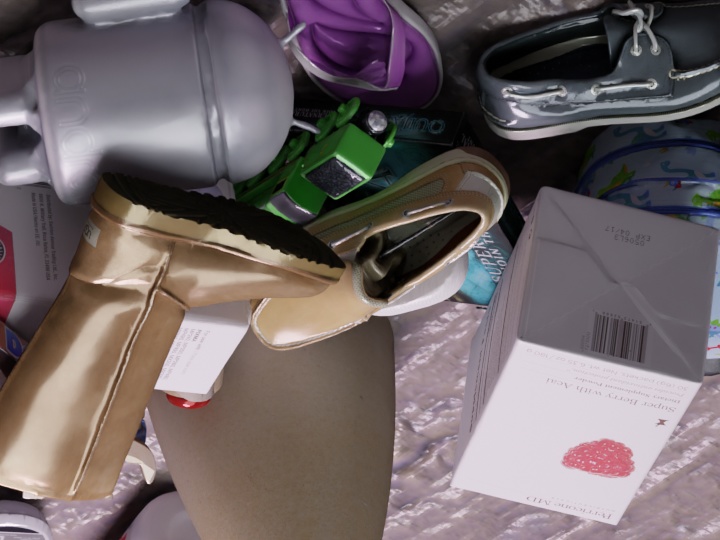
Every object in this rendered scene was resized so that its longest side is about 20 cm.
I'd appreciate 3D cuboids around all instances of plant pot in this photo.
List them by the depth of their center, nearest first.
[{"bbox_3d":[-0.052,0.140,1.873,0.187,0.200,0.187,-7,142,-6],"label":"plant pot"}]

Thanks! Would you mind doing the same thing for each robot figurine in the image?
[{"bbox_3d":[-0.127,-0.102,1.619,0.200,0.113,0.170,-9,124,-2],"label":"robot figurine"}]

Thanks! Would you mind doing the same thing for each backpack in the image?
[{"bbox_3d":[0.211,-0.016,1.808,0.163,0.154,0.200,7,128,6],"label":"backpack"}]

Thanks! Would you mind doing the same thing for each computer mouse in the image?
[{"bbox_3d":[-0.275,0.222,2.048,0.109,0.044,0.200,5,145,-13],"label":"computer mouse"}]

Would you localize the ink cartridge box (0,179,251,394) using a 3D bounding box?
[{"bbox_3d":[-0.182,-0.009,1.697,0.200,0.145,0.084,8,140,-23],"label":"ink cartridge box"}]

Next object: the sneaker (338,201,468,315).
[{"bbox_3d":[0.000,0.000,1.773,0.200,0.075,0.088,-4,166,37],"label":"sneaker"}]

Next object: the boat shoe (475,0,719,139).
[{"bbox_3d":[0.168,-0.135,1.690,0.200,0.073,0.062,-14,146,11],"label":"boat shoe"}]

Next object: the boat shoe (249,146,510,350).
[{"bbox_3d":[0.003,-0.003,1.656,0.200,0.076,0.072,-37,109,27],"label":"boat shoe"}]

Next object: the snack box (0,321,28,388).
[{"bbox_3d":[-0.223,0.074,1.656,0.072,0.024,0.200,-21,144,18],"label":"snack box"}]

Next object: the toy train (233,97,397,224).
[{"bbox_3d":[-0.039,-0.055,1.694,0.042,0.056,0.200,34,152,-15],"label":"toy train"}]

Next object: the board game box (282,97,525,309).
[{"bbox_3d":[0.039,-0.041,1.757,0.135,0.028,0.200,7,150,30],"label":"board game box"}]

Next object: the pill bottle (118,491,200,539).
[{"bbox_3d":[-0.163,0.268,2.074,0.112,0.112,0.200,13,136,-28],"label":"pill bottle"}]

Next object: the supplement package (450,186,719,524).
[{"bbox_3d":[0.142,0.059,1.721,0.121,0.120,0.200,13,147,-4],"label":"supplement package"}]

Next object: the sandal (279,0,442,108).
[{"bbox_3d":[-0.008,-0.144,1.650,0.082,0.050,0.203,-20,143,14],"label":"sandal"}]

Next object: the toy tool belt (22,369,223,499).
[{"bbox_3d":[-0.193,0.098,1.829,0.200,0.125,0.123,5,114,2],"label":"toy tool belt"}]

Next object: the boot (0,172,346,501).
[{"bbox_3d":[-0.124,0.049,1.619,0.175,0.066,0.200,17,110,-23],"label":"boot"}]
